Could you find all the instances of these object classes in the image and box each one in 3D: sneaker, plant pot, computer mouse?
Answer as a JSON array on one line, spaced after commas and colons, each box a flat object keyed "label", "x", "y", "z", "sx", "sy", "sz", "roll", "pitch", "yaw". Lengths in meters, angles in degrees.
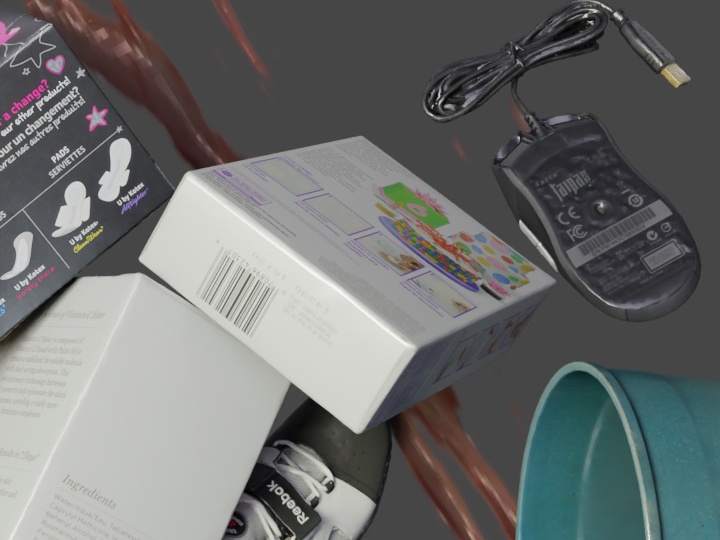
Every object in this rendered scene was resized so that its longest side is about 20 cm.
[{"label": "sneaker", "x": -0.050, "y": 0.137, "z": 0.966, "sx": 0.074, "sy": 0.089, "sz": 0.200, "roll": 31, "pitch": 73, "yaw": 15}, {"label": "plant pot", "x": 0.193, "y": 0.145, "z": 0.901, "sx": 0.188, "sy": 0.200, "sz": 0.200, "roll": 1, "pitch": 69, "yaw": -12}, {"label": "computer mouse", "x": 0.141, "y": -0.062, "z": 1.054, "sx": 0.140, "sy": 0.046, "sz": 0.200, "roll": -33, "pitch": 66, "yaw": -13}]

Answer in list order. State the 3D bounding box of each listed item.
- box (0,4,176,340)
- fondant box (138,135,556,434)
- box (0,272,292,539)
[{"label": "box", "x": -0.207, "y": -0.064, "z": 0.979, "sx": 0.132, "sy": 0.115, "sz": 0.200, "roll": -41, "pitch": 28, "yaw": -11}, {"label": "fondant box", "x": 0.000, "y": 0.000, "z": 0.957, "sx": 0.144, "sy": 0.200, "sz": 0.058, "roll": 38, "pitch": 113, "yaw": 15}, {"label": "box", "x": -0.149, "y": 0.112, "z": 0.932, "sx": 0.106, "sy": 0.152, "sz": 0.200, "roll": 35, "pitch": 70, "yaw": -30}]
